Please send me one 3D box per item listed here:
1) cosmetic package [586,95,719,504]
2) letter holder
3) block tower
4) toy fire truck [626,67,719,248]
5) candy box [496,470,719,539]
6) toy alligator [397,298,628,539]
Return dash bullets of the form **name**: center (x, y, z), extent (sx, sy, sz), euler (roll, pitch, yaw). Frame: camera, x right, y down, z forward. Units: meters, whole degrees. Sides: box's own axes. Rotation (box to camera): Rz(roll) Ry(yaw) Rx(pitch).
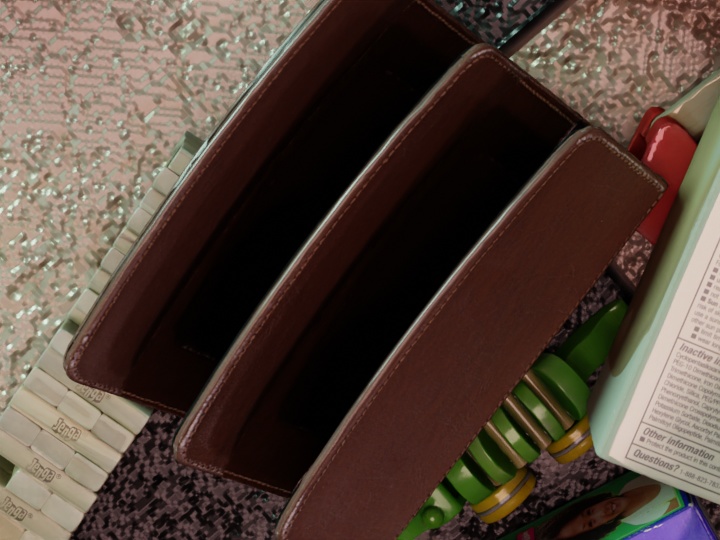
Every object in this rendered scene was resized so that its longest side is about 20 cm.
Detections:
- **cosmetic package**: center (0.172, -0.008, 0.814), extent (0.105, 0.071, 0.201), euler (22, 103, -3)
- **letter holder**: center (0.000, 0.000, 0.814), extent (0.101, 0.142, 0.200), euler (41, 97, 32)
- **block tower**: center (-0.102, 0.033, 0.888), extent (0.058, 0.054, 0.200), euler (35, 99, -6)
- **toy fire truck**: center (0.212, -0.068, 0.863), extent (0.141, 0.049, 0.200), euler (37, 100, -6)
- **candy box**: center (0.089, 0.203, 0.906), extent (0.199, 0.077, 0.170), euler (-28, 100, 6)
- **toy alligator**: center (0.041, 0.085, 0.894), extent (0.200, 0.054, 0.059), euler (-40, 97, 8)
